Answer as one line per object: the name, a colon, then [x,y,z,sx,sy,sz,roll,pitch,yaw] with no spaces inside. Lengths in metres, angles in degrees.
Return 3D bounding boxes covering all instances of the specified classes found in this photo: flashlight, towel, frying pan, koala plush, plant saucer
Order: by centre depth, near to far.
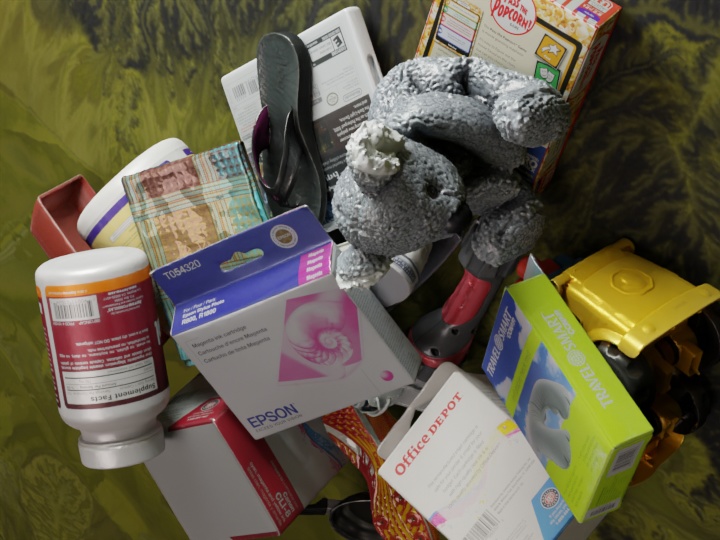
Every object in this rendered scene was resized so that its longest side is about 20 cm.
koala plush: [0.046,-0.077,1.495,0.183,0.200,0.178,28,135,22]
flashlight: [0.094,0.028,1.689,0.068,0.068,0.201,23,137,0]
towel: [-0.143,-0.013,1.717,0.146,0.022,0.201,-15,100,25]
plant saucer: [-0.274,0.000,1.888,0.037,0.200,0.201,-33,96,9]
frying pan: [-0.013,0.270,1.923,0.188,0.031,0.115,1,145,15]

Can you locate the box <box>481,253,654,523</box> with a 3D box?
box: [0.168,0.100,1.518,0.201,0.047,0.122,58,154,31]

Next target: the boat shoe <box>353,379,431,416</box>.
boat shoe: [0.008,0.110,1.780,0.200,0.072,0.070,25,148,-4]

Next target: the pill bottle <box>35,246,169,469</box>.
pill bottle: [-0.248,0.085,1.736,0.112,0.113,0.202,1,105,38]

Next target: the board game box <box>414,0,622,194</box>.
board game box: [0.124,-0.178,1.542,0.151,0.046,0.201,35,135,16]

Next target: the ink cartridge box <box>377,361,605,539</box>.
ink cartridge box: [0.126,0.192,1.692,0.200,0.125,0.129,42,101,21]

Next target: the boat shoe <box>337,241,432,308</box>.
boat shoe: [0.000,0.000,1.688,0.071,0.070,0.200,45,148,-13]

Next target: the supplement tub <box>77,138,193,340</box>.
supplement tub: [-0.177,-0.018,1.822,0.200,0.145,0.145,48,136,2]

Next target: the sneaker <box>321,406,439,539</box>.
sneaker: [0.036,0.203,1.810,0.073,0.077,0.201,-32,80,41]

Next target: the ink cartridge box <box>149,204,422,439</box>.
ink cartridge box: [-0.075,0.054,1.664,0.195,0.043,0.200,-22,120,30]

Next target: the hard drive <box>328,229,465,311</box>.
hard drive: [0.013,-0.035,1.732,0.135,0.042,0.200,49,136,1]

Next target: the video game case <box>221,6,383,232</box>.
video game case: [-0.040,-0.131,1.688,0.199,0.023,0.183,-21,87,46]

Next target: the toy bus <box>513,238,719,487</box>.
toy bus: [0.214,0.073,1.593,0.192,0.135,0.201,37,139,32]

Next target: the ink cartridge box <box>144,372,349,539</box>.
ink cartridge box: [-0.106,0.167,1.854,0.145,0.200,0.145,-15,110,45]

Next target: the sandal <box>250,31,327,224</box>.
sandal: [-0.078,-0.123,1.676,0.075,0.048,0.202,3,105,45]
